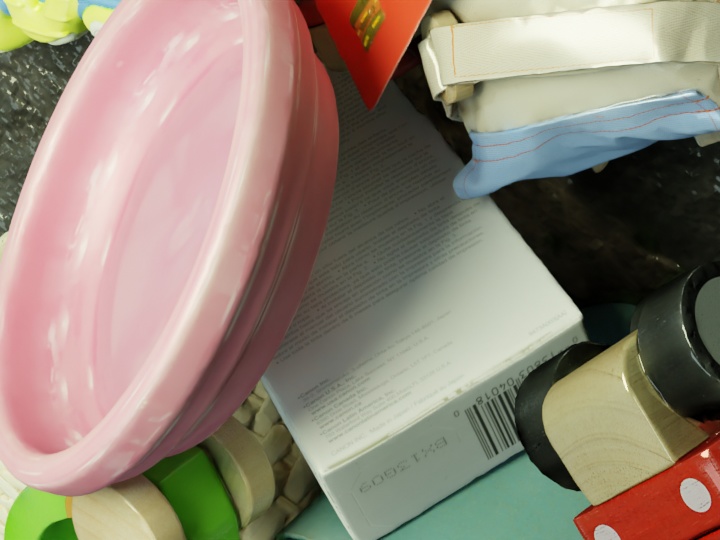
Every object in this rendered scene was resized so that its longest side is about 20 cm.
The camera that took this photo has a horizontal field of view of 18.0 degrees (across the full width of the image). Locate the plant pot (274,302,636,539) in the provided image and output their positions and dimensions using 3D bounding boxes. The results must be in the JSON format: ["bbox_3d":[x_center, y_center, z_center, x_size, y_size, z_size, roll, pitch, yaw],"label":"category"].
[{"bbox_3d":[0.092,0.112,0.892,0.200,0.161,0.201,39,164,13],"label":"plant pot"}]

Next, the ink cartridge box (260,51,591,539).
[{"bbox_3d":[0.000,0.000,0.867,0.200,0.108,0.051,56,175,46],"label":"ink cartridge box"}]

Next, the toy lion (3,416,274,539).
[{"bbox_3d":[-0.080,0.164,0.885,0.191,0.069,0.201,-16,103,48],"label":"toy lion"}]

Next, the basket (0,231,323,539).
[{"bbox_3d":[-0.109,0.085,1.017,0.197,0.200,0.161,33,136,8],"label":"basket"}]

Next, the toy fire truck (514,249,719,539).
[{"bbox_3d":[0.164,0.086,0.776,0.201,0.176,0.129,58,141,4],"label":"toy fire truck"}]

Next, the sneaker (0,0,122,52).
[{"bbox_3d":[-0.116,-0.147,0.912,0.199,0.076,0.106,-7,120,41],"label":"sneaker"}]

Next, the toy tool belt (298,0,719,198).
[{"bbox_3d":[0.073,-0.069,0.806,0.199,0.125,0.124,-14,108,44],"label":"toy tool belt"}]

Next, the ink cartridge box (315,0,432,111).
[{"bbox_3d":[-0.028,-0.177,0.772,0.201,0.047,0.160,63,146,26],"label":"ink cartridge box"}]

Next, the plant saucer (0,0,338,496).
[{"bbox_3d":[-0.068,-0.015,0.797,0.051,0.202,0.200,22,146,-27],"label":"plant saucer"}]
